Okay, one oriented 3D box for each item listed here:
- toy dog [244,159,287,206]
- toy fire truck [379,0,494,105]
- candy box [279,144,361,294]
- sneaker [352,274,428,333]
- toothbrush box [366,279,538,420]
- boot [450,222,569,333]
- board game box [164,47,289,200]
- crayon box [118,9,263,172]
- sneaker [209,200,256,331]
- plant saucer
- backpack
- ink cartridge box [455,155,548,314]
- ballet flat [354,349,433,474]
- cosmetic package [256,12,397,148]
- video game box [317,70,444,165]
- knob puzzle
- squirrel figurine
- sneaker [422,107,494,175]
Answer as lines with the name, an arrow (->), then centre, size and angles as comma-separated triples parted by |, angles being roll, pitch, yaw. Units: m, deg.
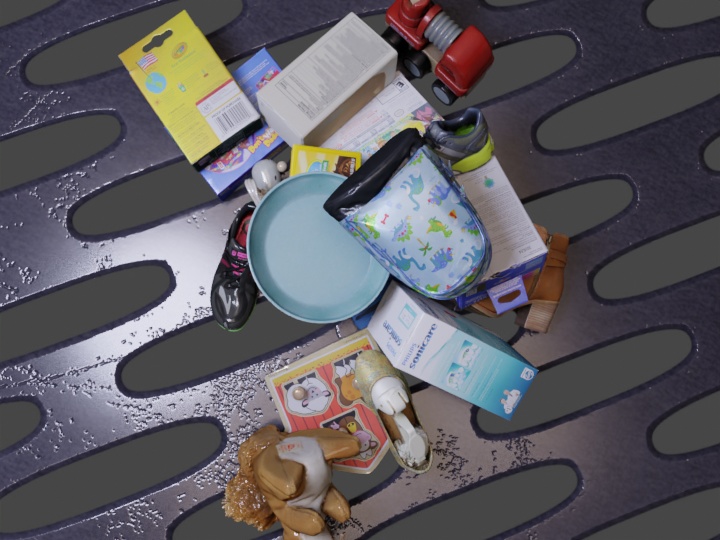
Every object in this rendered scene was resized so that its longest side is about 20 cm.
toy dog -> -0.083, -0.080, 1.072 | 0.095, 0.132, 0.202 | -27, 105, 5
toy fire truck -> 0.130, -0.370, 1.066 | 0.176, 0.200, 0.129 | 44, 85, 3
candy box -> -0.055, -0.071, 1.004 | 0.100, 0.026, 0.204 | 5, 80, -6
sneaker -> 0.070, 0.020, 1.090 | 0.199, 0.066, 0.079 | -40, 88, -5
toothbrush box -> 0.124, 0.109, 1.006 | 0.198, 0.146, 0.086 | 26, 98, -19
boot -> 0.220, -0.004, 1.083 | 0.197, 0.073, 0.158 | 16, 90, -23
board game box -> -0.182, -0.227, 1.118 | 0.199, 0.045, 0.135 | -39, 86, -5
crayon box -> -0.251, -0.267, 1.073 | 0.126, 0.051, 0.202 | -34, 86, -5
sneaker -> -0.183, -0.011, 1.076 | 0.075, 0.084, 0.204 | 10, 84, 0
plant saucer -> -0.054, -0.030, 0.965 | 0.196, 0.036, 0.204 | 2, 82, -10
backpack -> 0.076, -0.055, 0.913 | 0.163, 0.154, 0.201 | -39, 108, -2
ink cartridge box -> 0.171, -0.041, 1.016 | 0.134, 0.077, 0.202 | -23, 65, -3
ballet flat -> 0.054, 0.206, 1.031 | 0.070, 0.071, 0.203 | -25, 105, -5
cosmetic package -> -0.048, -0.274, 1.068 | 0.200, 0.071, 0.105 | -42, 77, -13
video game box -> 0.034, -0.184, 1.087 | 0.198, 0.047, 0.183 | -34, 65, -10
knob puzzle -> -0.025, 0.212, 1.064 | 0.215, 0.030, 0.224 | 0, 98, -1
squirrel figurine -> -0.101, 0.329, 1.029 | 0.197, 0.141, 0.190 | 9, 113, 36
sneaker -> 0.095, -0.161, 0.996 | 0.198, 0.082, 0.074 | -33, 50, -12
